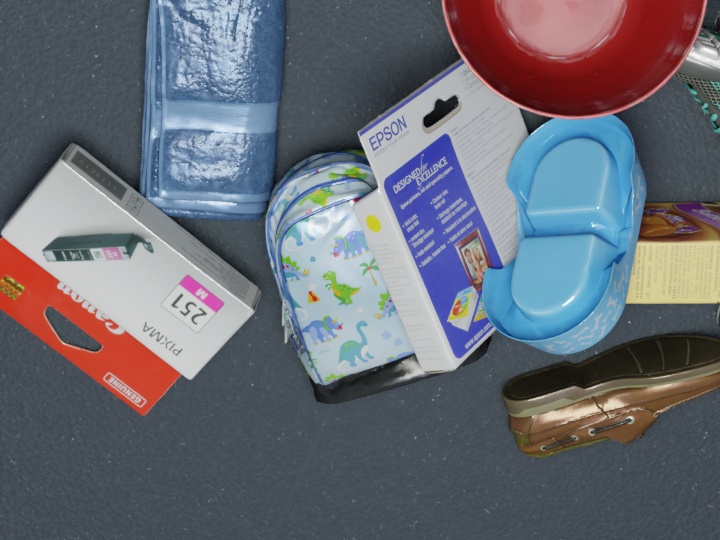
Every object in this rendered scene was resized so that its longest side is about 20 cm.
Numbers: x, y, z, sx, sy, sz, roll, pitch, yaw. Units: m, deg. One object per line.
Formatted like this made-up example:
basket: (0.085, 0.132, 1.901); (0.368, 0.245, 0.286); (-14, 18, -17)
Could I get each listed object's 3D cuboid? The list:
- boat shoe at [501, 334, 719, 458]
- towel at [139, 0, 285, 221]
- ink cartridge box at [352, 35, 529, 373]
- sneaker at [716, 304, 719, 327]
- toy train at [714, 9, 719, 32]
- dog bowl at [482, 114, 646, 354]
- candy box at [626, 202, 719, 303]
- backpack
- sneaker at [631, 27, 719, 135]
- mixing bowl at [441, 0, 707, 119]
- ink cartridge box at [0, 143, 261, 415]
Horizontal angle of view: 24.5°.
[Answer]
boat shoe: (0.223, 0.109, 1.419); (0.199, 0.072, 0.068); (-13, 112, 13)
towel: (-0.119, -0.141, 1.340); (0.111, 0.049, 0.202); (4, 107, -3)
ink cartridge box: (0.076, -0.054, 1.305); (0.047, 0.197, 0.201); (-10, 110, 43)
sneaker: (0.403, 0.065, 1.371); (0.198, 0.130, 0.080); (18, 107, -7)
toy train: (0.331, -0.128, 1.292); (0.046, 0.034, 0.201); (-31, 118, 2)
dog bowl: (0.163, -0.027, 1.286); (0.111, 0.201, 0.050); (-3, 152, 36)
candy box: (0.299, -0.016, 1.351); (0.198, 0.117, 0.057); (0, 108, -2)
backpack: (0.000, 0.000, 1.349); (0.162, 0.154, 0.201); (-16, 94, 11)
sneaker: (0.306, -0.134, 1.339); (0.199, 0.078, 0.092); (19, 110, -5)
mixing bowl: (0.160, -0.217, 1.280); (0.198, 0.108, 0.202); (0, 95, 1)
ink cartridge box: (-0.211, 0.020, 1.372); (0.200, 0.044, 0.174); (38, 115, -12)
